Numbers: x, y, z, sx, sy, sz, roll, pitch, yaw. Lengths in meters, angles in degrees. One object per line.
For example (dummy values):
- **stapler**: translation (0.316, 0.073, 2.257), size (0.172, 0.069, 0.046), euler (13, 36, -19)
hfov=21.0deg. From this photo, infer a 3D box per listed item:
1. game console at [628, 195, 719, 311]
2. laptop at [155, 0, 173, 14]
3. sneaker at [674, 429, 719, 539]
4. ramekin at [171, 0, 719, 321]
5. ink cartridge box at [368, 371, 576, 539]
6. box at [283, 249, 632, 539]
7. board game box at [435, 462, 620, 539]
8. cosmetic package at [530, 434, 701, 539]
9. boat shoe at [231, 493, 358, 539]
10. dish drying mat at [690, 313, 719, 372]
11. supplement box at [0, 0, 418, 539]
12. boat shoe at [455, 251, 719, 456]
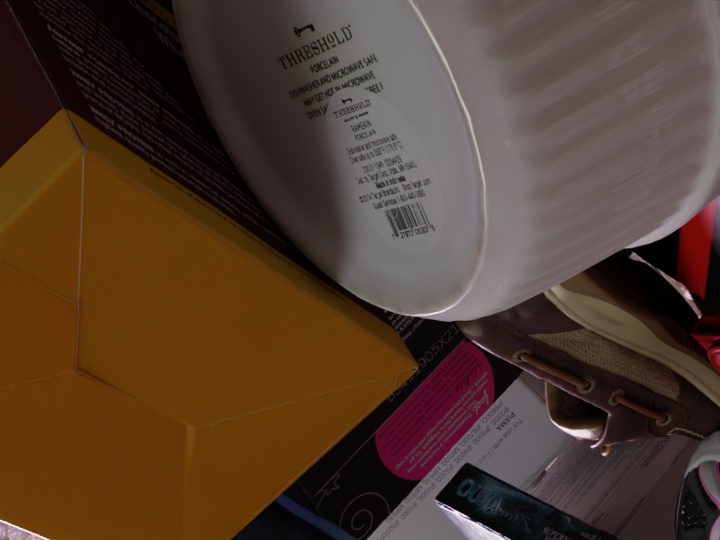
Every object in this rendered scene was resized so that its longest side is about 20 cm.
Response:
- **game console**: translation (0.131, -0.042, 0.731), size (0.176, 0.031, 0.200), euler (35, 165, 19)
- **laptop**: translation (-0.144, -0.147, 0.947), size (0.115, 0.200, 0.189), euler (-12, 101, 37)
- **sneaker**: translation (0.167, 0.116, 0.796), size (0.080, 0.087, 0.200), euler (34, 163, 3)
- **ramekin**: translation (0.025, -0.079, 0.640), size (0.200, 0.105, 0.201), euler (39, 147, 31)
- **ink cartridge box**: translation (0.007, 0.060, 1.093), size (0.200, 0.145, 0.145), euler (44, -172, 0)
- **box**: translation (0.000, 0.000, 0.875), size (0.114, 0.200, 0.132), euler (28, 159, 50)
- **board game box**: translation (0.132, 0.184, 0.956), size (0.200, 0.028, 0.135), euler (50, 165, -27)
- **cosmetic package**: translation (0.150, 0.136, 1.048), size (0.071, 0.105, 0.200), euler (44, 169, -5)
- **boat shoe**: translation (-0.049, 0.130, 0.823), size (0.084, 0.069, 0.200), euler (47, 165, -15)
- **dish drying mat**: translation (0.222, 0.089, 0.804), size (0.200, 0.018, 0.077), euler (42, 168, -13)
- **supplement box**: translation (-0.117, -0.022, 0.716), size (0.197, 0.133, 0.201), euler (34, -162, -50)
- **boat shoe**: translation (0.108, 0.040, 0.842), size (0.200, 0.072, 0.072), euler (30, -156, -51)
